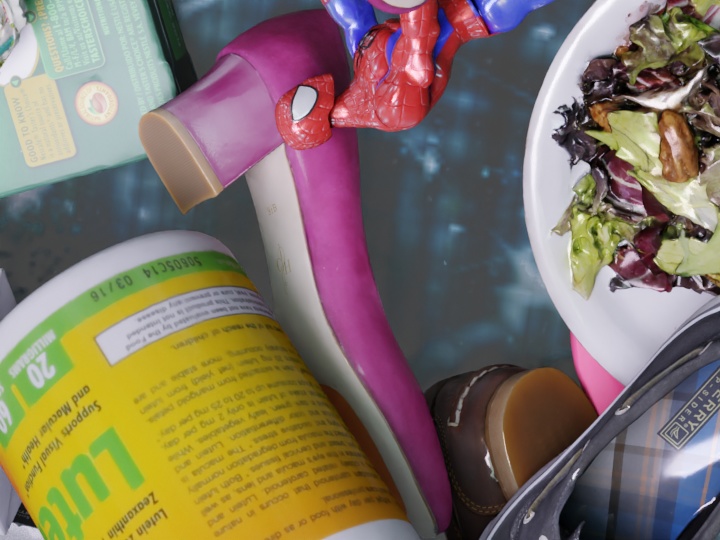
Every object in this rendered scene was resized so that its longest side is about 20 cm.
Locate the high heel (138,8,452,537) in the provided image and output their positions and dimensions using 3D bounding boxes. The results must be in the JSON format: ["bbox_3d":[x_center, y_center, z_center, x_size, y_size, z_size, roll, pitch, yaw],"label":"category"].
[{"bbox_3d":[0.000,0.000,0.917,0.096,0.067,0.200,-36,95,-31],"label":"high heel"}]

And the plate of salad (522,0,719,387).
[{"bbox_3d":[0.157,-0.028,0.854,0.199,0.048,0.201,2,109,5],"label":"plate of salad"}]

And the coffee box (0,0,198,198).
[{"bbox_3d":[-0.171,-0.083,0.937,0.199,0.044,0.123,-15,99,11],"label":"coffee box"}]

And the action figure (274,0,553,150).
[{"bbox_3d":[0.040,-0.123,0.864,0.200,0.065,0.099,-36,104,0],"label":"action figure"}]

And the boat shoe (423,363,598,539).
[{"bbox_3d":[0.080,0.131,0.942,0.070,0.070,0.201,-11,99,51],"label":"boat shoe"}]

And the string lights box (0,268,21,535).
[{"bbox_3d":[-0.225,0.031,0.921,0.199,0.059,0.103,11,144,17],"label":"string lights box"}]

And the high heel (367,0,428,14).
[{"bbox_3d":[0.002,-0.180,0.841,0.067,0.096,0.201,5,79,-18],"label":"high heel"}]

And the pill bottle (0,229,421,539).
[{"bbox_3d":[-0.044,0.094,0.831,0.111,0.111,0.200,-41,67,14],"label":"pill bottle"}]

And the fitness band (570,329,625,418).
[{"bbox_3d":[0.168,-0.005,0.911,0.143,0.037,0.200,35,104,2],"label":"fitness band"}]

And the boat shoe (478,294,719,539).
[{"bbox_3d":[0.091,0.093,0.846,0.070,0.066,0.200,41,112,4],"label":"boat shoe"}]

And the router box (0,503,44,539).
[{"bbox_3d":[-0.095,0.174,0.973,0.199,0.062,0.150,14,105,5],"label":"router box"}]

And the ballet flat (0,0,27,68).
[{"bbox_3d":[-0.223,-0.101,0.878,0.199,0.064,0.076,8,134,8],"label":"ballet flat"}]
